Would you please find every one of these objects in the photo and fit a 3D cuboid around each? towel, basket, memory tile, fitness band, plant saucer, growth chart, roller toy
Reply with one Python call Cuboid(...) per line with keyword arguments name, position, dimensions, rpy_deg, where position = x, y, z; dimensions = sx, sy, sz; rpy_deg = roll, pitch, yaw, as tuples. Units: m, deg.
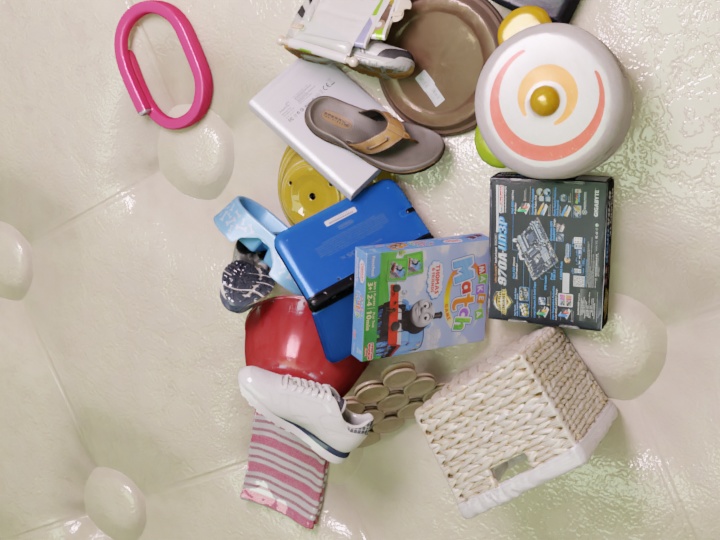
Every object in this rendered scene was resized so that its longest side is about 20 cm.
Cuboid(name="towel", position=(-0.122, 0.314, 1.518), dimensions=(0.145, 0.030, 0.202), rpy_deg=(18, 110, 20))
Cuboid(name="basket", position=(0.205, 0.195, 1.230), dimensions=(0.198, 0.200, 0.162), rpy_deg=(-34, 85, 29))
Cuboid(name="memory tile", position=(0.029, 0.200, 1.354), dimensions=(0.199, 0.153, 0.017), rpy_deg=(-34, 52, 26))
Cuboid(name="fitness band", position=(-0.308, -0.319, 1.437), dimensions=(0.143, 0.037, 0.201), rpy_deg=(-21, 95, 29))
Cuboid(name="plant saucer", position=(0.109, -0.281, 1.248), dimensions=(0.198, 0.029, 0.202), rpy_deg=(7, 107, 24))
Cuboid(name="growth chart", position=(-0.003, -0.354, 1.224), dimensions=(0.144, 0.018, 0.201), rpy_deg=(27, 72, 23))
Cuboid(name="roller toy", position=(0.237, -0.206, 1.130), dimensions=(0.181, 0.140, 0.202), rpy_deg=(21, 103, 18))

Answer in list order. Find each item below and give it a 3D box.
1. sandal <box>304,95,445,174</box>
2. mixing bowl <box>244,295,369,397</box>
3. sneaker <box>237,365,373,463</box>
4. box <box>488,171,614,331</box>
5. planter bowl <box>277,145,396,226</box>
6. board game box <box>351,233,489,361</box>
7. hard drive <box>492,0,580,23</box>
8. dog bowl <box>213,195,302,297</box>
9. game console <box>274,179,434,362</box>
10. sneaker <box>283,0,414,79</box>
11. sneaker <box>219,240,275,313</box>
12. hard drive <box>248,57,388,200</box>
Cuboid(name="sandal", position=(0.018, -0.192, 1.251), dimensions=(0.199, 0.055, 0.082), rpy_deg=(25, 70, 5))
Cuboid(name="mixing bowl", position=(-0.091, 0.145, 1.364), dimensions=(0.198, 0.109, 0.201), rpy_deg=(9, 137, 9))
Cuboid(name="sneaker", position=(-0.077, 0.182, 1.278), dimensions=(0.199, 0.077, 0.081), rpy_deg=(34, 113, -13))
Cuboid(name="box", position=(0.252, -0.026, 1.234), dimensions=(0.158, 0.046, 0.202), rpy_deg=(5, 106, 25))
Cuboid(name="planter bowl", position=(-0.053, -0.114, 1.340), dimensions=(0.199, 0.083, 0.202), rpy_deg=(7, 106, 25))
Cuboid(name="board game box", position=(0.084, 0.034, 1.256), dimensions=(0.037, 0.199, 0.153), rpy_deg=(30, 123, 56))
Cuboid(name="hard drive", position=(0.196, -0.402, 1.164), dimensions=(0.199, 0.042, 0.136), rpy_deg=(32, 115, 15))
Cuboid(name="dog bowl", position=(-0.130, -0.039, 1.387), dimensions=(0.200, 0.111, 0.050), rpy_deg=(40, 104, 12))
Cuboid(name="game console", position=(0.000, 0.000, 1.295), dimensions=(0.171, 0.199, 0.119), rpy_deg=(57, 163, 17))
Cuboid(name="sneaker", position=(-0.012, -0.319, 1.248), dimensions=(0.199, 0.076, 0.088), rpy_deg=(20, 90, 23))
Cuboid(name="sneaker", position=(-0.172, 0.029, 1.378), dimensions=(0.077, 0.200, 0.087), rpy_deg=(20, 110, -5))
Cuboid(name="hard drive", position=(-0.041, -0.209, 1.296), dimensions=(0.200, 0.027, 0.132), rpy_deg=(42, 72, 11))
